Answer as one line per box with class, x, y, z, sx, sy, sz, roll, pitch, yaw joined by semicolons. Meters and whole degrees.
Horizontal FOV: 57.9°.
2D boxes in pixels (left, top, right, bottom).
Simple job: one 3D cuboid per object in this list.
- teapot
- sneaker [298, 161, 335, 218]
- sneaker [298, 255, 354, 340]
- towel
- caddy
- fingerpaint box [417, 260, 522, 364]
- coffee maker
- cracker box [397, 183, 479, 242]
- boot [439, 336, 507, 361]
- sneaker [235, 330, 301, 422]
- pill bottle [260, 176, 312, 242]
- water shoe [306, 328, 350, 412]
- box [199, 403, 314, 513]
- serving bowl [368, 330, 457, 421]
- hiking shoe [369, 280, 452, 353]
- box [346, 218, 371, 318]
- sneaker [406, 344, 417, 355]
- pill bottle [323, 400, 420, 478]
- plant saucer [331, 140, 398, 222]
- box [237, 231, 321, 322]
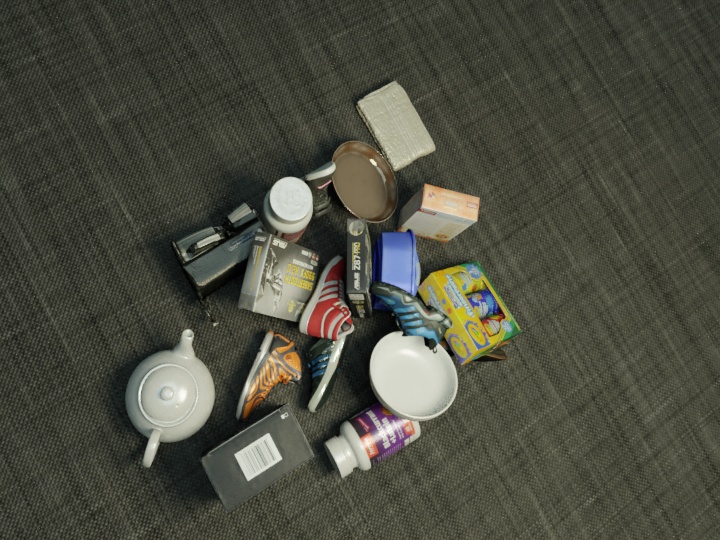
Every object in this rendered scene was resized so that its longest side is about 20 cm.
teapot;-0.388;0.257;1.316;0.194;0.146;0.203;-27;87;-16
sneaker;-0.087;-0.175;1.452;0.070;0.199;0.101;-29;98;-24
sneaker;-0.048;0.065;1.442;0.110;0.072;0.203;15;62;18
towel;0.085;-0.356;1.604;0.131;0.034;0.203;-28;88;-15
caddy;0.087;0.005;1.479;0.102;0.141;0.206;4;79;-9
fingerpaint box;0.249;0.090;1.480;0.164;0.074;0.203;-12;64;-38
coffee maker;-0.285;-0.021;1.417;0.197;0.134;0.196;-29;111;-16
cracker box;0.174;-0.127;1.494;0.131;0.200;0.059;13;77;-10
boot;0.262;0.156;1.524;0.196;0.074;0.100;13;69;-23
sneaker;-0.189;0.241;1.401;0.110;0.078;0.204;24;75;-6
pill bottle;-0.161;-0.127;1.414;0.107;0.200;0.113;3;78;-13
water shoe;-0.088;0.212;1.446;0.077;0.072;0.204;18;70;13
box;-0.210;0.369;1.307;0.194;0.200;0.119;-29;86;-16
serving bowl;0.106;0.233;1.390;0.195;0.066;0.204;9;52;-11
hiking shoe;0.098;0.095;1.373;0.197;0.074;0.088;30;91;-7
box;0.000;0.000;1.419;0.048;0.201;0.166;1;72;5
sneaker;0.128;0.206;1.493;0.116;0.076;0.200;44;84;-7
pill bottle;0.023;0.360;1.410;0.197;0.111;0.113;-28;86;-16
plant saucer;0.005;-0.204;1.525;0.197;0.032;0.205;15;64;-33
box;-0.167;0.020;1.386;0.047;0.199;0.163;9;83;30
